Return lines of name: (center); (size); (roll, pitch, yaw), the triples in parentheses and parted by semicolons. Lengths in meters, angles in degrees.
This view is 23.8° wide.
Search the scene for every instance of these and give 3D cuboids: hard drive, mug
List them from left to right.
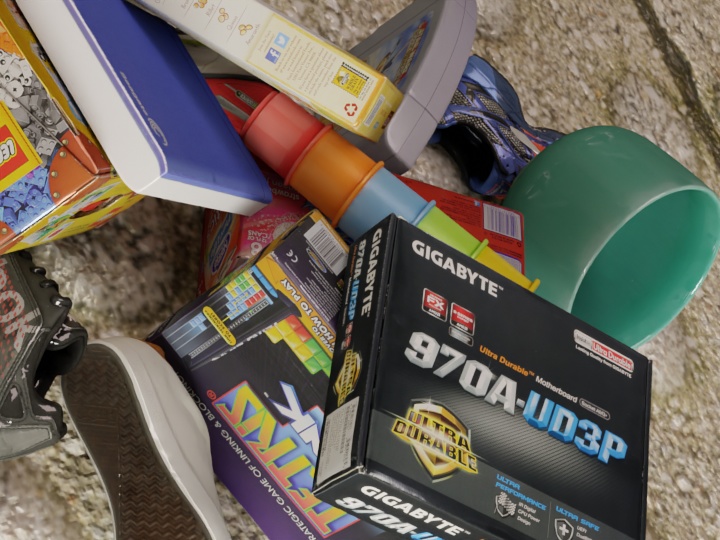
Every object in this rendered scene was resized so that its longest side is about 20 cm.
hard drive: (-0.114, -0.096, 0.939); (0.133, 0.025, 0.200); (58, 9, 8)
mug: (0.164, -0.015, 1.253); (0.151, 0.186, 0.114); (10, 28, -48)

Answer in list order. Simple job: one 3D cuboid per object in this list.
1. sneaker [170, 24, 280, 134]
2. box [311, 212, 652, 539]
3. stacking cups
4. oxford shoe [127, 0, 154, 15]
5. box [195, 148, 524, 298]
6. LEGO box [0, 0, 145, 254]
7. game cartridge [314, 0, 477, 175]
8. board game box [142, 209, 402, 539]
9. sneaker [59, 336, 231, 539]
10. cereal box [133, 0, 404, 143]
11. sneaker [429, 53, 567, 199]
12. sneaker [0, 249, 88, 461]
sneaker: (-0.141, -0.114, 1.096); (0.198, 0.086, 0.077); (6, 18, -25)
box: (0.073, 0.083, 0.935); (0.199, 0.046, 0.160); (29, 51, -26)
stacking cups: (0.016, -0.035, 1.039); (0.200, 0.061, 0.060); (41, 41, 5)
oxford shoe: (-0.136, -0.184, 1.157); (0.201, 0.058, 0.075); (54, 37, -5)
box: (0.000, 0.000, 1.105); (0.198, 0.096, 0.100); (15, 53, -18)
LEGO box: (-0.181, -0.096, 0.920); (0.150, 0.077, 0.200); (57, 10, 0)
game cartridge: (0.018, -0.123, 1.206); (0.041, 0.133, 0.201); (39, 43, -17)
board game box: (-0.023, 0.086, 1.002); (0.200, 0.165, 0.057); (50, 43, -5)
sneaker: (-0.101, 0.131, 0.972); (0.085, 0.072, 0.202); (-7, 79, -68)
cereal box: (-0.071, -0.144, 1.008); (0.199, 0.040, 0.144); (32, 5, 3)
sneaker: (0.119, -0.078, 1.333); (0.199, 0.075, 0.079); (38, 52, -8)
sneaker: (-0.199, 0.016, 0.932); (0.097, 0.071, 0.202); (-4, 65, -8)
